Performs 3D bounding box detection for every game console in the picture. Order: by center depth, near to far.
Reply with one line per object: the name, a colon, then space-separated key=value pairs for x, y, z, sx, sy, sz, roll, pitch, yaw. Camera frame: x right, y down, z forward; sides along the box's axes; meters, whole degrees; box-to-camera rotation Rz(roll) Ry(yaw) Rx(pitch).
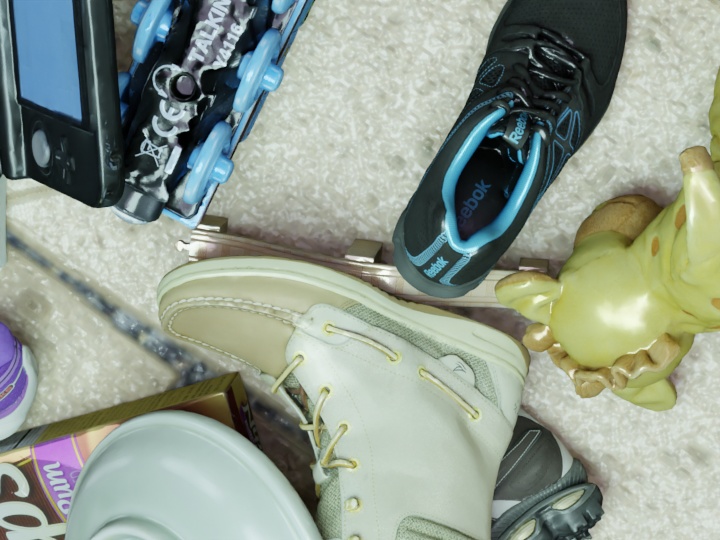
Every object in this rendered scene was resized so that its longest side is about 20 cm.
game console: x=-0.203 y=-0.133 z=1.343 sx=0.116 sy=0.176 sz=0.201 roll=-11 pitch=106 yaw=-25

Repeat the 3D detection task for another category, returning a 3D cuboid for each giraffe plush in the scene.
giraffe plush: x=0.168 y=0.003 z=1.393 sx=0.162 sy=0.200 sz=0.173 roll=-27 pitch=100 yaw=38

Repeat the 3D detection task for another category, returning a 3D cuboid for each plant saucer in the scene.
plant saucer: x=-0.093 y=0.173 z=1.377 sx=0.199 sy=0.050 sz=0.202 roll=14 pitch=111 yaw=41

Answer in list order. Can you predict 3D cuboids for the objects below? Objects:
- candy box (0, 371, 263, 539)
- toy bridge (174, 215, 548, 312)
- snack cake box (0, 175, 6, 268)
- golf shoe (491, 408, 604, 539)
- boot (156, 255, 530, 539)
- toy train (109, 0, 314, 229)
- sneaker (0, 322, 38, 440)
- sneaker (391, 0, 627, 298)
candy box: x=-0.146 y=0.140 z=1.483 sx=0.199 sy=0.056 sz=0.117 roll=-16 pitch=99 yaw=9
toy bridge: x=0.000 y=0.000 z=1.441 sx=0.198 sy=0.067 sz=0.027 roll=7 pitch=100 yaw=4
snack cake box: x=-0.291 y=-0.059 z=1.458 sx=0.198 sy=0.067 sz=0.116 roll=2 pitch=98 yaw=5
golf shoe: x=0.029 y=0.145 z=1.441 sx=0.199 sy=0.078 sz=0.095 roll=-30 pitch=77 yaw=-22
boot: x=-0.017 y=0.085 z=1.375 sx=0.199 sy=0.072 sz=0.156 roll=16 pitch=62 yaw=-12
toy train: x=-0.074 y=-0.118 z=1.404 sx=0.086 sy=0.114 sz=0.201 roll=26 pitch=100 yaw=4
sneaker: x=-0.273 y=0.046 z=1.457 sx=0.198 sy=0.084 sz=0.081 roll=-5 pitch=62 yaw=1
sneaker: x=0.087 y=-0.078 z=1.390 sx=0.073 sy=0.082 sz=0.201 roll=27 pitch=76 yaw=-4
